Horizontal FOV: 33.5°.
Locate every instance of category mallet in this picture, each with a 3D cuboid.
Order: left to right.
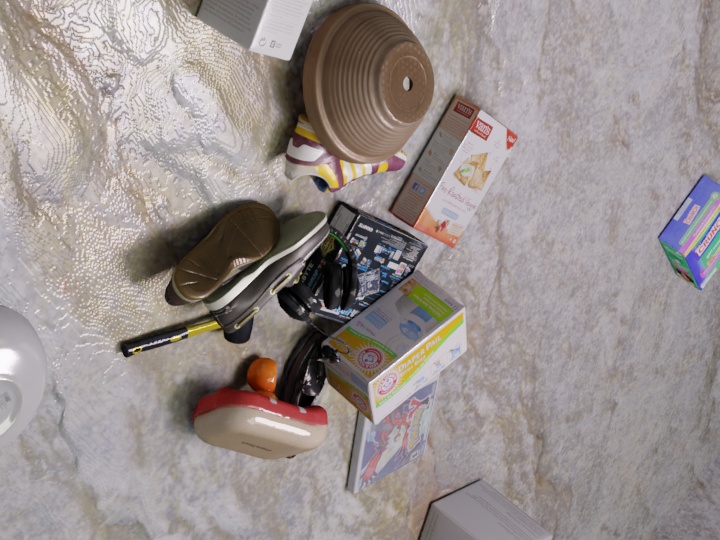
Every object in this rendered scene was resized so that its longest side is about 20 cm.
[{"bbox_3d":[-0.224,0.089,1.578,0.198,0.041,0.067,-23,130,-33],"label":"mallet"}]

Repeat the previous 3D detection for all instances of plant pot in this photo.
[{"bbox_3d":[0.029,-0.235,1.512,0.199,0.092,0.205,-9,103,-44],"label":"plant pot"}]

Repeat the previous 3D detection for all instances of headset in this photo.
[{"bbox_3d":[-0.060,0.031,1.652,0.122,0.094,0.203,-17,99,-10],"label":"headset"}]

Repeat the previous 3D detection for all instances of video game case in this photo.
[{"bbox_3d":[0.059,0.273,2.077,0.181,0.023,0.203,-22,133,-39],"label":"video game case"}]

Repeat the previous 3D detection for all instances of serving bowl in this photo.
[{"bbox_3d":[-0.431,0.141,1.340,0.199,0.065,0.202,-32,139,-33],"label":"serving bowl"}]

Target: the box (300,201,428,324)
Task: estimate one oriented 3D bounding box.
[{"bbox_3d":[0.000,0.000,1.763,0.199,0.046,0.160,19,102,-55],"label":"box"}]

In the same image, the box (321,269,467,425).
[{"bbox_3d":[0.053,0.114,1.784,0.199,0.112,0.102,-36,143,-23],"label":"box"}]

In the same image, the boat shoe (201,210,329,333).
[{"bbox_3d":[-0.116,0.000,1.572,0.200,0.072,0.061,-39,118,-14],"label":"boat shoe"}]

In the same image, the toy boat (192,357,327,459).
[{"bbox_3d":[-0.137,0.188,1.699,0.198,0.130,0.133,22,59,-37],"label":"toy boat"}]

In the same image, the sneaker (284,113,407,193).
[{"bbox_3d":[-0.023,-0.146,1.599,0.198,0.075,0.091,11,107,-44],"label":"sneaker"}]

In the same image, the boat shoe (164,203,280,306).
[{"bbox_3d":[-0.179,-0.022,1.517,0.200,0.064,0.074,-39,99,-45],"label":"boat shoe"}]

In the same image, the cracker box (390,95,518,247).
[{"bbox_3d":[0.143,-0.146,1.810,0.133,0.057,0.202,20,101,-55],"label":"cracker box"}]

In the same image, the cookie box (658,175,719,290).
[{"bbox_3d":[0.733,-0.077,2.565,0.172,0.075,0.200,-53,145,-3],"label":"cookie box"}]

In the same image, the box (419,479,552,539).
[{"bbox_3d":[0.234,0.569,2.374,0.170,0.199,0.202,-13,128,-47],"label":"box"}]

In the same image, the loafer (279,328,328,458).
[{"bbox_3d":[-0.083,0.188,1.800,0.071,0.063,0.202,8,111,-52],"label":"loafer"}]

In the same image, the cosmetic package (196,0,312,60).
[{"bbox_3d":[-0.095,-0.348,1.321,0.071,0.101,0.202,3,116,-51],"label":"cosmetic package"}]
